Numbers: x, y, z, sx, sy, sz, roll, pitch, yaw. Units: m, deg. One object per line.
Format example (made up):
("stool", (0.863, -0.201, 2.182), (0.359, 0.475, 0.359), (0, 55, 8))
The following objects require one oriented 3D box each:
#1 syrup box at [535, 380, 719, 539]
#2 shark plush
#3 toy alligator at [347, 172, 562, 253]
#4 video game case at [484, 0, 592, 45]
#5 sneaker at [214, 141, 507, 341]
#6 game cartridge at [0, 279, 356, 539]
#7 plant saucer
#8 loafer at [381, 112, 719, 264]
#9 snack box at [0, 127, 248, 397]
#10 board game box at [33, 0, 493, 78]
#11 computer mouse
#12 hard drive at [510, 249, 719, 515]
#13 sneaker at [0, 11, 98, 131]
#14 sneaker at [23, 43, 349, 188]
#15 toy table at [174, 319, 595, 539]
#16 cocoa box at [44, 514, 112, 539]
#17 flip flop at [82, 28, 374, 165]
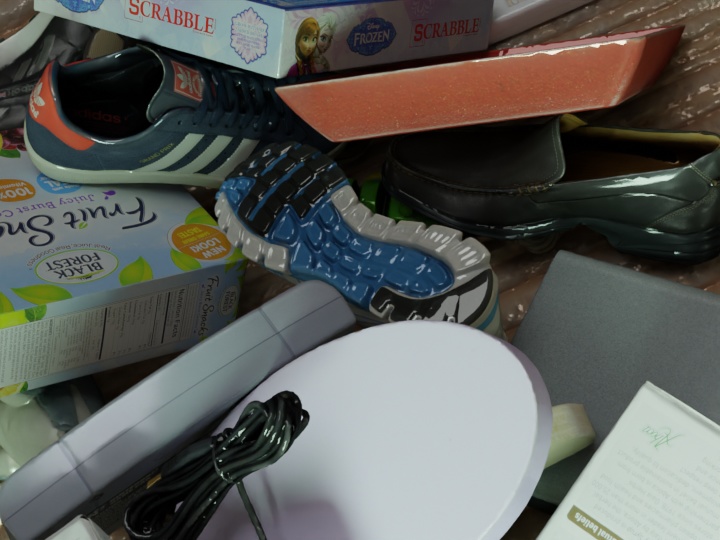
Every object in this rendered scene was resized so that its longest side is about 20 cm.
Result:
("syrup box", (0.115, 0.162, 0.783), (0.081, 0.079, 0.200), (34, 87, 32))
("shark plush", (-0.146, 0.087, 0.970), (0.200, 0.091, 0.083), (20, 37, 35))
("toy alligator", (0.015, -0.032, 0.989), (0.199, 0.054, 0.059), (-2, 58, 20))
("video game case", (0.140, -0.251, 1.103), (0.199, 0.024, 0.182), (-23, 53, 6))
("sneaker", (0.000, 0.000, 0.935), (0.200, 0.087, 0.075), (33, 76, 35))
("game cartridge", (-0.094, 0.080, 0.866), (0.200, 0.133, 0.041), (-34, 82, -17))
("plant saucer", (0.076, -0.106, 0.959), (0.199, 0.200, 0.037), (-6, 97, 18))
("loafer", (0.109, -0.060, 0.936), (0.199, 0.072, 0.073), (6, 47, 11))
("snack box", (-0.193, -0.011, 0.987), (0.200, 0.068, 0.169), (-14, 44, -33))
("board game box", (-0.056, -0.164, 1.024), (0.199, 0.200, 0.041), (19, 112, 34))
("computer mouse", (-0.030, 0.163, 0.754), (0.110, 0.044, 0.200), (-32, 81, 24))
("hard drive", (0.164, 0.076, 0.874), (0.200, 0.033, 0.140), (17, 66, 30))
("sneaker", (-0.198, -0.121, 1.133), (0.200, 0.076, 0.088), (-33, 67, 3))
("sneaker", (-0.093, -0.095, 0.984), (0.199, 0.085, 0.075), (-7, 64, -15))
("toy table", (0.019, 0.109, 0.832), (0.199, 0.117, 0.184), (-19, 70, 23))
("cocoa box", (-0.111, 0.233, 0.773), (0.131, 0.200, 0.133), (-35, 53, -3))
("flip flop", (-0.084, -0.108, 1.077), (0.199, 0.058, 0.081), (16, 70, 9))
